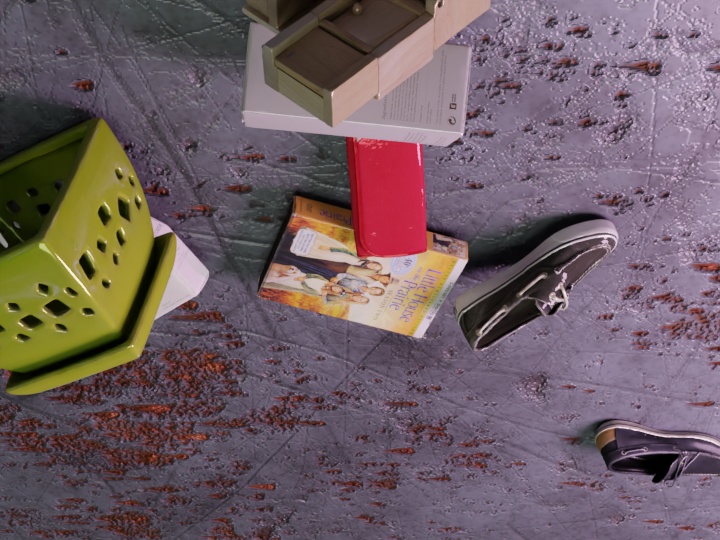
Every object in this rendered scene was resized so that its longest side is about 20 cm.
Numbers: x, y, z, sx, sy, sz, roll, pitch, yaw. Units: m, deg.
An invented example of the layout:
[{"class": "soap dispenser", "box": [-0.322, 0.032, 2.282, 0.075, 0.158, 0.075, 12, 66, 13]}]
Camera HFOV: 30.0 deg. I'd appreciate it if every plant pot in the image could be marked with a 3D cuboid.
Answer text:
[{"class": "plant pot", "box": [-0.305, 0.000, 1.339, 0.198, 0.200, 0.182, -19, 126, 25]}]

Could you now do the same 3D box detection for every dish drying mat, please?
[{"class": "dish drying mat", "box": [0.026, -0.097, 1.340, 0.076, 0.018, 0.202, -5, 126, 0]}]

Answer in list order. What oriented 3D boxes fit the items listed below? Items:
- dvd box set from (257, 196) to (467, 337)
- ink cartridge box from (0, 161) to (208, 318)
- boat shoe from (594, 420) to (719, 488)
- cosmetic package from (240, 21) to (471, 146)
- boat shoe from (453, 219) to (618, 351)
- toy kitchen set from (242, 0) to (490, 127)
[{"class": "dvd box set", "box": [0.000, 0.000, 1.466, 0.197, 0.030, 0.147, 15, 138, -13]}, {"class": "ink cartridge box", "box": [-0.288, -0.023, 1.467, 0.160, 0.050, 0.201, -27, 113, 30]}, {"class": "boat shoe", "box": [0.396, 0.244, 1.729, 0.197, 0.063, 0.075, 12, 137, -14]}, {"class": "cosmetic package", "box": [-0.007, -0.165, 1.213, 0.197, 0.086, 0.108, 6, 180, -6]}, {"class": "boat shoe", "box": [0.196, 0.020, 1.442, 0.199, 0.064, 0.071, -33, 142, 12]}, {"class": "toy kitchen set", "box": [-0.015, -0.265, 1.082, 0.162, 0.200, 0.182, 34, 149, 27]}]
